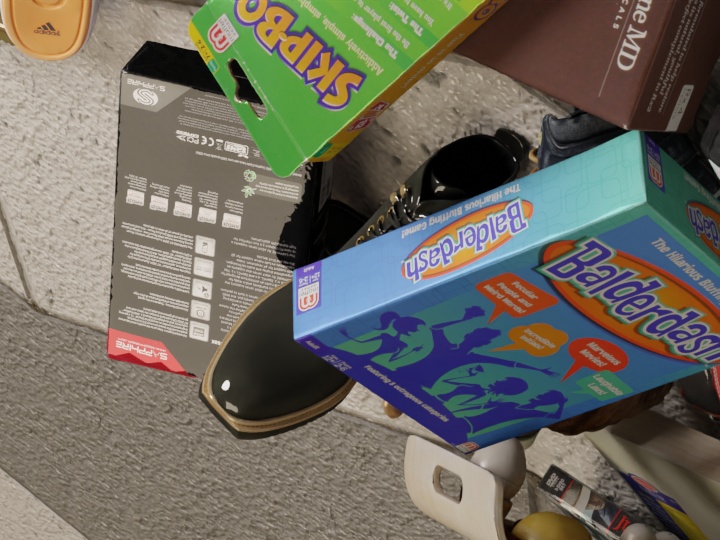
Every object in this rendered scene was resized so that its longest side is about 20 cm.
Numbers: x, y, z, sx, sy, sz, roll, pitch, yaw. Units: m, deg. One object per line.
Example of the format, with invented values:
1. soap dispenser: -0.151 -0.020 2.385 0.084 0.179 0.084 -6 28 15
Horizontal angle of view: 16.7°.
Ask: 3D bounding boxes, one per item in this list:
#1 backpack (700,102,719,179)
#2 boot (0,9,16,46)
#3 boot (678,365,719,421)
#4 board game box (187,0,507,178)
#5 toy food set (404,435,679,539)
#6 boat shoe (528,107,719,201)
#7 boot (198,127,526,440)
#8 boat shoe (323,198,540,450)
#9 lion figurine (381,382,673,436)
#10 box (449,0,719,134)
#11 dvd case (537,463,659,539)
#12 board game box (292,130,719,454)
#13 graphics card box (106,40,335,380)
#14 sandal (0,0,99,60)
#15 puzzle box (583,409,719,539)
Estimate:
1. backpack: 0.227 -0.063 0.950 0.167 0.200 0.127 8 138 47
2. boot: -0.265 -0.240 1.515 0.175 0.066 0.200 16 146 21
3. boot: 0.247 0.099 1.318 0.144 0.072 0.200 3 129 55
4. board game box: 0.011 -0.136 1.114 0.200 0.030 0.096 -40 72 24
5. toy food set: 0.132 0.139 1.329 0.200 0.061 0.143 20 179 -18
6. boat shoe: 0.115 -0.047 1.288 0.200 0.071 0.091 -13 107 60
7. boot: 0.000 0.000 1.363 0.077 0.200 0.138 44 150 11
8. boat shoe: 0.044 0.020 1.486 0.200 0.072 0.068 42 131 11
9. lion figurine: 0.083 0.049 1.339 0.122 0.073 0.200 -16 161 32
10. box: 0.072 -0.145 1.133 0.200 0.075 0.100 26 105 26
11. dvd case: 0.205 0.189 1.497 0.200 0.022 0.146 31 175 20
12. board game box: 0.090 0.016 1.196 0.200 0.045 0.152 -23 142 30
13. graphics card box: -0.083 -0.028 1.456 0.125 0.051 0.200 13 123 12
14. sandal: -0.185 -0.183 1.447 0.079 0.059 0.207 3 141 0
15. puzzle box: 0.204 0.136 1.403 0.133 0.025 0.200 49 170 -21
